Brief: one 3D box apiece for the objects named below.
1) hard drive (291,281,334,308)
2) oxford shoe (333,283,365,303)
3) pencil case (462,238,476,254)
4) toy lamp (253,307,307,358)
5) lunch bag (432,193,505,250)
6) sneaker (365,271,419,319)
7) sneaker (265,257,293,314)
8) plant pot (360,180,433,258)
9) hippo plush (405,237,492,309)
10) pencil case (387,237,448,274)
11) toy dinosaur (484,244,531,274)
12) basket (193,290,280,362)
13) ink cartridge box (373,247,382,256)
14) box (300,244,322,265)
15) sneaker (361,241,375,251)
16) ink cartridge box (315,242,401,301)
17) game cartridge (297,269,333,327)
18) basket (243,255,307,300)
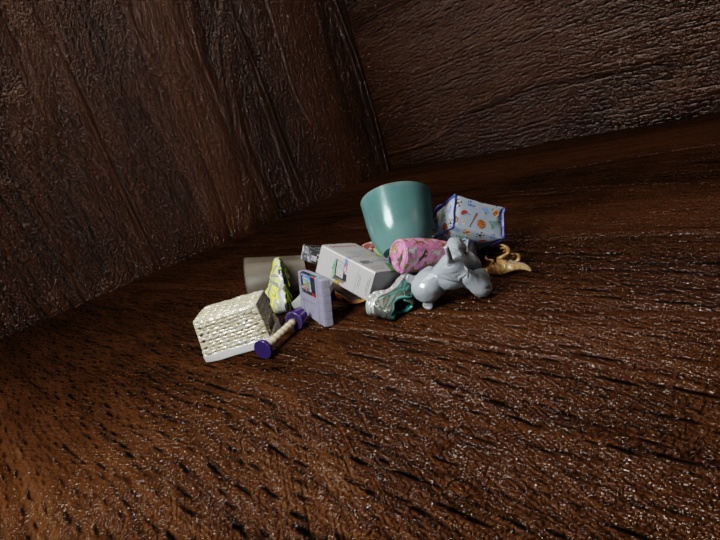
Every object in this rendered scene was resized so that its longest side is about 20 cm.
[{"bbox_3d":[-0.123,0.052,1.721,0.131,0.027,0.200,-22,13,24],"label":"hard drive"},{"bbox_3d":[-0.023,0.047,1.572,0.071,0.073,0.199,-27,18,-30],"label":"oxford shoe"},{"bbox_3d":[0.228,-0.036,1.549,0.199,0.091,0.084,-10,54,31],"label":"pencil case"},{"bbox_3d":[-0.202,0.157,1.428,0.058,0.059,0.200,-8,18,31],"label":"toy lamp"},{"bbox_3d":[0.299,-0.129,1.594,0.169,0.125,0.200,13,-19,-12],"label":"lunch bag"},{"bbox_3d":[0.109,0.070,1.385,0.199,0.078,0.091,-32,36,-32],"label":"sneaker"},{"bbox_3d":[-0.261,0.044,1.697,0.076,0.076,0.201,-18,52,11],"label":"sneaker"},{"bbox_3d":[0.109,-0.125,1.506,0.199,0.162,0.201,-7,-19,-3],"label":"plant pot"},{"bbox_3d":[0.210,0.031,1.318,0.161,0.160,0.200,-41,-1,22],"label":"hippo plush"},{"bbox_3d":[0.171,-0.036,1.421,0.199,0.083,0.087,-1,-39,-33],"label":"pencil case"},{"bbox_3d":[0.377,-0.012,1.398,0.199,0.060,0.107,-8,42,49],"label":"toy dinosaur"},{"bbox_3d":[-0.333,0.146,1.483,0.199,0.124,0.136,-16,16,5],"label":"basket"},{"bbox_3d":[0.157,-0.055,1.701,0.199,0.048,0.146,-20,34,-13],"label":"ink cartridge box"},{"bbox_3d":[-0.065,-0.036,1.737,0.157,0.050,0.199,20,12,38],"label":"box"},{"bbox_3d":[0.093,-0.070,1.871,0.198,0.078,0.082,-5,13,10],"label":"sneaker"},{"bbox_3d":[0.000,0.000,1.482,0.199,0.085,0.144,28,21,34],"label":"ink cartridge box"},{"bbox_3d":[-0.127,0.071,1.501,0.038,0.131,0.200,-13,12,-22],"label":"game cartridge"},{"bbox_3d":[-0.274,0.021,1.821,0.198,0.181,0.136,-11,-27,-3],"label":"basket"}]
